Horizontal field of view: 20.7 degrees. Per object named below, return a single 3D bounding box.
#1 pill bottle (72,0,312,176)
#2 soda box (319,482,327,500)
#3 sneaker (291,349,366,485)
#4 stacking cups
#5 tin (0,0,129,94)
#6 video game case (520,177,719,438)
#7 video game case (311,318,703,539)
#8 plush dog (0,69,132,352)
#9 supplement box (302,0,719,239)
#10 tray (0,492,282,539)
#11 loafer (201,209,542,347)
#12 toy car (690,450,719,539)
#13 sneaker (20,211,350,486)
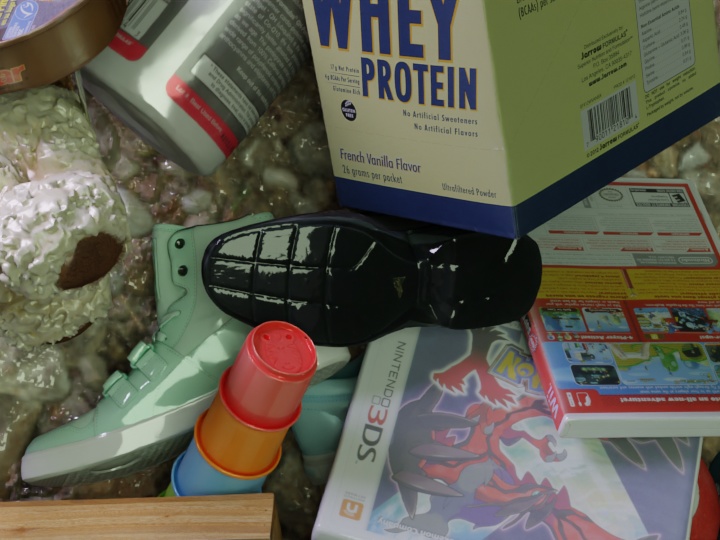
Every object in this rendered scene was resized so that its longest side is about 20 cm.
[{"bbox_3d":[-0.066,-0.162,1.108,0.111,0.111,0.201,40,82,-14],"label":"pill bottle"},{"bbox_3d":[0.033,0.214,1.135,0.063,0.068,0.202,-16,109,-22],"label":"soda box"},{"bbox_3d":[0.048,0.053,1.170,0.199,0.074,0.083,-25,103,-14],"label":"sneaker"},{"bbox_3d":[-0.071,0.110,1.081,0.060,0.201,0.061,15,45,-15],"label":"stacking cups"},{"bbox_3d":[-0.172,-0.159,1.046,0.111,0.201,0.042,-4,129,12],"label":"tin"},{"bbox_3d":[0.158,0.017,1.155,0.141,0.201,0.018,1,134,-16],"label":"video game case"},{"bbox_3d":[0.089,0.101,1.093,0.198,0.023,0.183,16,50,1],"label":"video game case"},{"bbox_3d":[-0.224,-0.036,1.040,0.170,0.200,0.162,-14,81,-15],"label":"plush dog"},{"bbox_3d":[0.083,-0.154,1.078,0.199,0.133,0.202,-30,119,-39],"label":"supplement box"},{"bbox_3d":[-0.140,0.170,1.084,0.198,0.037,0.099,-3,131,5],"label":"tray"},{"bbox_3d":[0.000,0.000,1.102,0.198,0.072,0.074,3,103,-25],"label":"loafer"},{"bbox_3d":[0.160,0.203,1.124,0.182,0.201,0.178,5,119,-12],"label":"toy car"},{"bbox_3d":[-0.117,0.042,1.134,0.199,0.074,0.119,-25,78,-1],"label":"sneaker"}]
